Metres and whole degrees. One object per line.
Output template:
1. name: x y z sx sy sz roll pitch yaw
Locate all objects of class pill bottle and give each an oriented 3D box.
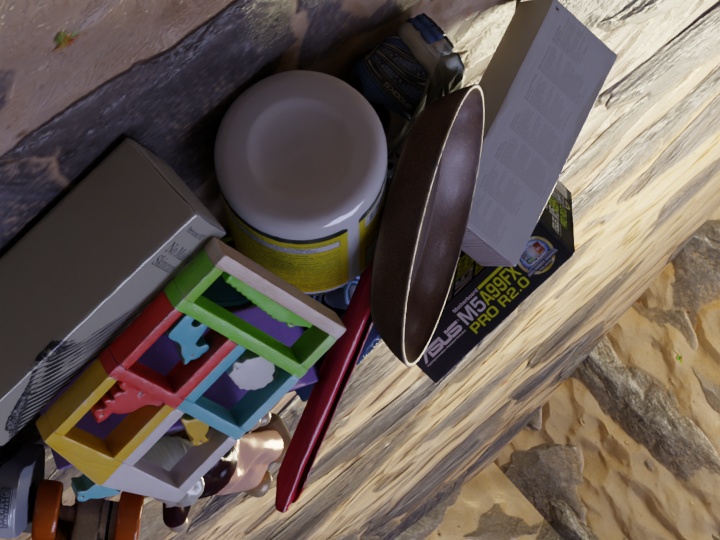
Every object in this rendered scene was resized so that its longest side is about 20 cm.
1. pill bottle: -0.038 -0.050 1.268 0.112 0.112 0.200 -40 167 -11

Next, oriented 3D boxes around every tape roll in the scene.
1. tape roll: -0.132 0.082 1.342 0.199 0.066 0.200 -18 177 -1

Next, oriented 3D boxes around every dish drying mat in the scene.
1. dish drying mat: -0.019 0.077 1.360 0.077 0.018 0.201 -98 -150 -75

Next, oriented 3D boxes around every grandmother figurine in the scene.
1. grandmother figurine: -0.118 0.153 1.446 0.122 0.060 0.200 -64 162 4

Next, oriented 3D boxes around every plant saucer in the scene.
1. plant saucer: 0.044 -0.034 1.290 0.200 0.034 0.201 14 90 -80

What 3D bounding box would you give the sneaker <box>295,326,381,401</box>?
1. sneaker: -0.037 0.057 1.620 0.070 0.078 0.200 -45 -177 -28

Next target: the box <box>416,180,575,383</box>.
1. box: 0.109 -0.003 1.571 0.160 0.044 0.200 -44 -172 16

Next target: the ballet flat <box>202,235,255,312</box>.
1. ballet flat: -0.101 0.009 1.381 0.067 0.067 0.200 -48 169 32

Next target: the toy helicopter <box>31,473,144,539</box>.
1. toy helicopter: -0.209 0.186 1.455 0.200 0.078 0.133 -91 -170 -60

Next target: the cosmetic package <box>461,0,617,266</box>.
1. cosmetic package: 0.123 -0.109 1.465 0.051 0.082 0.201 4 -119 54

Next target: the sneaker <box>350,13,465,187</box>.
1. sneaker: 0.016 -0.110 1.363 0.085 0.077 0.200 -28 156 -16

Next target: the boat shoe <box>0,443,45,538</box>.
1. boat shoe: -0.270 0.163 1.386 0.200 0.056 0.069 126 -32 -85

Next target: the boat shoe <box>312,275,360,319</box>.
1. boat shoe: 0.000 0.000 1.479 0.084 0.069 0.200 -11 164 -16

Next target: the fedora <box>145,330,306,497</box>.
1. fedora: -0.133 0.101 1.539 0.200 0.082 0.201 -40 168 -11

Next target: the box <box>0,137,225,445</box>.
1. box: -0.182 0.016 1.138 0.200 0.068 0.082 -43 168 3

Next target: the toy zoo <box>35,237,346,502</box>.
1. toy zoo: -0.118 0.079 1.200 0.200 0.020 0.131 -45 137 10
